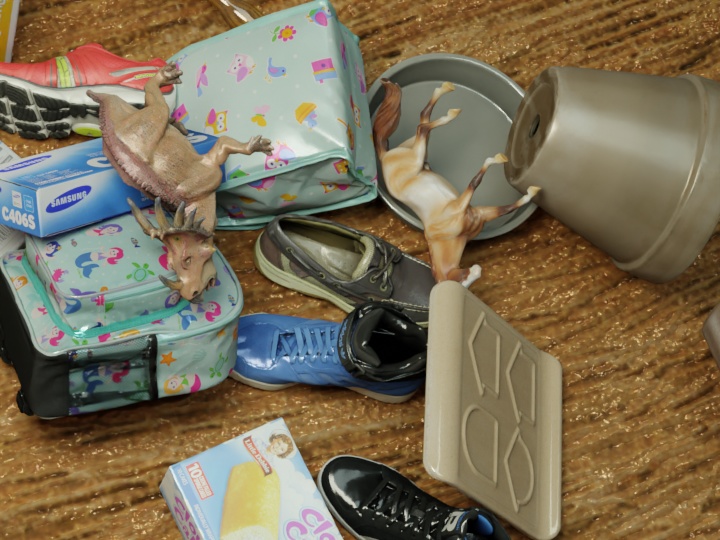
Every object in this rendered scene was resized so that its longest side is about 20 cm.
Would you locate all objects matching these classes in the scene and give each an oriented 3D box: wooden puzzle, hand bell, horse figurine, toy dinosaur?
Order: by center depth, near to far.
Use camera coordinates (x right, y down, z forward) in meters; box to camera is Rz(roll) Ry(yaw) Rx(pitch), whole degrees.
[{"bbox_3d":[-0.167,-0.084,1.522,0.200,0.086,0.135,42,53,7],"label":"toy dinosaur"},{"bbox_3d":[0.112,0.130,1.667,0.200,0.046,0.187,33,51,-46],"label":"wooden puzzle"},{"bbox_3d":[0.072,-0.085,1.721,0.200,0.133,0.050,50,26,14],"label":"horse figurine"},{"bbox_3d":[-0.150,-0.277,1.803,0.200,0.104,0.105,40,62,-11],"label":"hand bell"}]

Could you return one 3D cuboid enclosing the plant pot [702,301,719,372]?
[{"bbox_3d":[0.431,0.102,1.736,0.198,0.201,0.200,-15,65,-21],"label":"plant pot"}]

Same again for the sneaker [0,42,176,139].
[{"bbox_3d":[-0.268,-0.172,1.713,0.198,0.077,0.086,6,57,-5],"label":"sneaker"}]

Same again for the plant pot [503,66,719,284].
[{"bbox_3d":[0.236,-0.110,1.749,0.172,0.200,0.202,19,63,-14],"label":"plant pot"}]

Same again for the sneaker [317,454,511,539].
[{"bbox_3d":[0.059,0.214,1.617,0.199,0.112,0.073,36,62,2],"label":"sneaker"}]

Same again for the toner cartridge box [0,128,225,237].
[{"bbox_3d":[-0.221,-0.081,1.601,0.199,0.094,0.044,-20,114,-41],"label":"toner cartridge box"}]

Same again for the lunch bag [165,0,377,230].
[{"bbox_3d":[-0.095,-0.134,1.720,0.198,0.122,0.172,-15,68,16],"label":"lunch bag"}]

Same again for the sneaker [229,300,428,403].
[{"bbox_3d":[-0.029,0.065,1.658,0.198,0.111,0.077,13,64,-10],"label":"sneaker"}]

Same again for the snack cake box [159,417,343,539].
[{"bbox_3d":[-0.077,0.243,1.592,0.114,0.067,0.201,-22,75,-22],"label":"snack cake box"}]

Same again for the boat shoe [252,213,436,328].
[{"bbox_3d":[0.000,0.000,1.720,0.198,0.065,0.074,14,62,-11],"label":"boat shoe"}]

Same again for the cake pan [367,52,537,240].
[{"bbox_3d":[0.088,-0.116,1.811,0.198,0.037,0.202,6,65,-13],"label":"cake pan"}]

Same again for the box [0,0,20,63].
[{"bbox_3d":[-0.354,-0.274,1.665,0.100,0.200,0.114,5,66,-13],"label":"box"}]

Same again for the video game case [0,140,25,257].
[{"bbox_3d":[-0.394,-0.054,1.659,0.182,0.022,0.200,40,64,4],"label":"video game case"}]

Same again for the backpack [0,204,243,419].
[{"bbox_3d":[-0.202,0.029,1.598,0.198,0.152,0.178,-4,34,-25],"label":"backpack"}]
